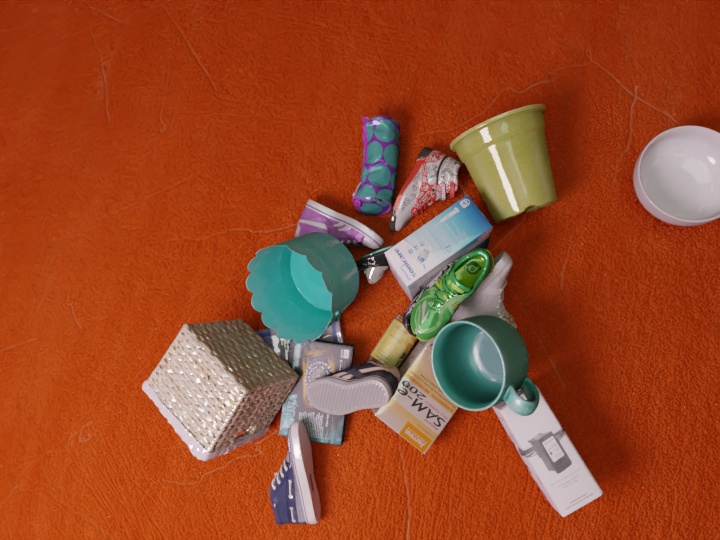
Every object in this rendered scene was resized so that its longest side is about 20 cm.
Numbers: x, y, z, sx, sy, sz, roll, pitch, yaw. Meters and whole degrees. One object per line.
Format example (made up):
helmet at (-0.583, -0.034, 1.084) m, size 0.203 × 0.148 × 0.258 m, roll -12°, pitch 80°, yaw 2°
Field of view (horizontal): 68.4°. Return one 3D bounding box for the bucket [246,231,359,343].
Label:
bucket at (-0.109, 0.027, 1.054) m, size 0.205 × 0.135 × 0.210 m, roll 12°, pitch 115°, yaw 27°

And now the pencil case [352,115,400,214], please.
pencil case at (0.035, -0.229, 1.153) m, size 0.091 × 0.085 × 0.203 m, roll 11°, pitch 77°, yaw -19°

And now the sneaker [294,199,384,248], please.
sneaker at (-0.051, -0.063, 1.142) m, size 0.199 × 0.073 × 0.115 m, roll 25°, pitch 86°, yaw 23°

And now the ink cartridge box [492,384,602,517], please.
ink cartridge box at (0.329, 0.317, 0.963) m, size 0.083 × 0.145 × 0.201 m, roll -30°, pitch 76°, yaw 1°

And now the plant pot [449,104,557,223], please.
plant pot at (0.305, -0.203, 1.072) m, size 0.198 × 0.200 × 0.186 m, roll -20°, pitch 88°, yaw 3°

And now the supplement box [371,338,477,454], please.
supplement box at (0.130, 0.231, 1.032) m, size 0.126 × 0.074 × 0.201 m, roll 37°, pitch 85°, yaw -2°

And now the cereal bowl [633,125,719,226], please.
cereal bowl at (0.645, -0.180, 1.060) m, size 0.197 × 0.083 × 0.203 m, roll -2°, pitch 77°, yaw 8°

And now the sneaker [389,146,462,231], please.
sneaker at (0.145, -0.161, 1.133) m, size 0.107 × 0.067 × 0.203 m, roll 24°, pitch 79°, yaw 14°

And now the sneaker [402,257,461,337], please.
sneaker at (0.149, 0.046, 1.032) m, size 0.200 × 0.090 × 0.067 m, roll -45°, pitch 96°, yaw -11°

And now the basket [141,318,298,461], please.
basket at (-0.259, 0.217, 1.013) m, size 0.200 × 0.198 × 0.162 m, roll 41°, pitch 105°, yaw 21°

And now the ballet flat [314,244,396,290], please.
ballet flat at (0.000, 0.000, 1.124) m, size 0.198 × 0.068 × 0.069 m, roll -14°, pitch 86°, yaw 15°

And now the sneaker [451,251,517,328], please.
sneaker at (0.266, 0.061, 1.025) m, size 0.115 × 0.201 × 0.074 m, roll 36°, pitch 45°, yaw 10°

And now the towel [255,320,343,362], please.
towel at (-0.126, 0.180, 1.119) m, size 0.197 × 0.024 × 0.149 m, roll -11°, pitch 76°, yaw 6°

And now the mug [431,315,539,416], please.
mug at (0.223, 0.171, 0.929) m, size 0.152 × 0.114 × 0.187 m, roll -35°, pitch 70°, yaw 42°

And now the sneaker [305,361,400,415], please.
sneaker at (-0.011, 0.224, 1.013) m, size 0.198 × 0.079 × 0.079 m, roll -11°, pitch 103°, yaw 35°

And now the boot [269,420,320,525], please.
boot at (-0.140, 0.400, 1.036) m, size 0.089 × 0.073 × 0.203 m, roll -9°, pitch 90°, yaw 9°

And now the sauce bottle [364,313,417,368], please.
sauce bottle at (0.047, 0.185, 1.075) m, size 0.066 × 0.066 × 0.201 m, roll 33°, pitch 86°, yaw 13°

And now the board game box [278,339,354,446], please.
board game box at (-0.089, 0.243, 1.074) m, size 0.133 × 0.028 × 0.203 m, roll 8°, pitch 91°, yaw 8°

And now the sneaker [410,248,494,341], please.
sneaker at (0.156, 0.035, 0.935) m, size 0.074 × 0.084 × 0.201 m, roll 40°, pitch 90°, yaw 16°

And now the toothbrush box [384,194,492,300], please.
toothbrush box at (0.156, -0.039, 1.063) m, size 0.199 × 0.147 × 0.086 m, roll -34°, pitch 72°, yaw -1°
